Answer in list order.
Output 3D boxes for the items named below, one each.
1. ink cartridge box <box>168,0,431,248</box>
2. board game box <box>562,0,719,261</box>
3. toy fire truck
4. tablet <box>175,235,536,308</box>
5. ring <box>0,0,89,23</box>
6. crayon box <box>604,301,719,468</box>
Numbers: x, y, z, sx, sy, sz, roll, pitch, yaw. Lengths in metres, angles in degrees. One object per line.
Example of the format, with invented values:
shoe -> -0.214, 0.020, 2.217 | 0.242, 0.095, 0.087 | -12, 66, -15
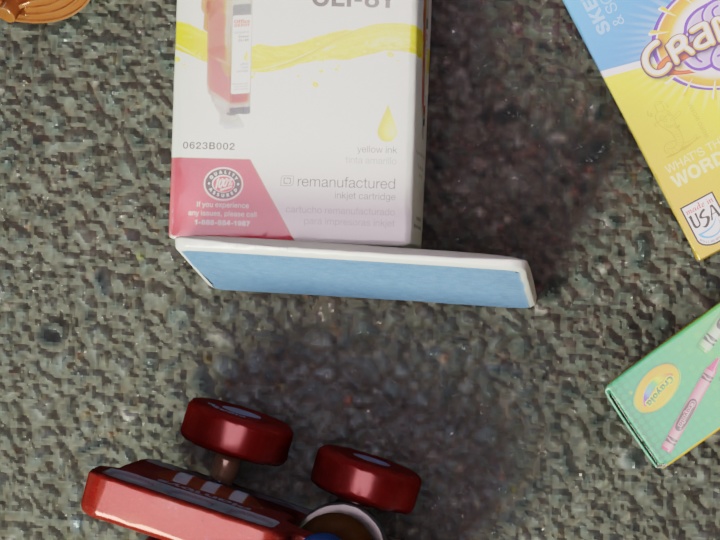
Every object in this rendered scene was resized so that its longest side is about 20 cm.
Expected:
ink cartridge box -> -0.034, -0.115, 1.619 | 0.144, 0.083, 0.201 | 2, 89, 6
board game box -> 0.216, -0.128, 1.612 | 0.152, 0.040, 0.201 | -28, 88, 7
toy fire truck -> -0.052, 0.152, 1.588 | 0.199, 0.168, 0.113 | 19, 94, 7
tablet -> 0.000, 0.000, 1.599 | 0.199, 0.130, 0.014 | 3, 80, 7
ring -> -0.238, -0.215, 1.603 | 0.200, 0.201, 0.019 | 28, 59, 6
crayon box -> 0.236, 0.031, 1.573 | 0.200, 0.119, 0.058 | -36, 85, 7
